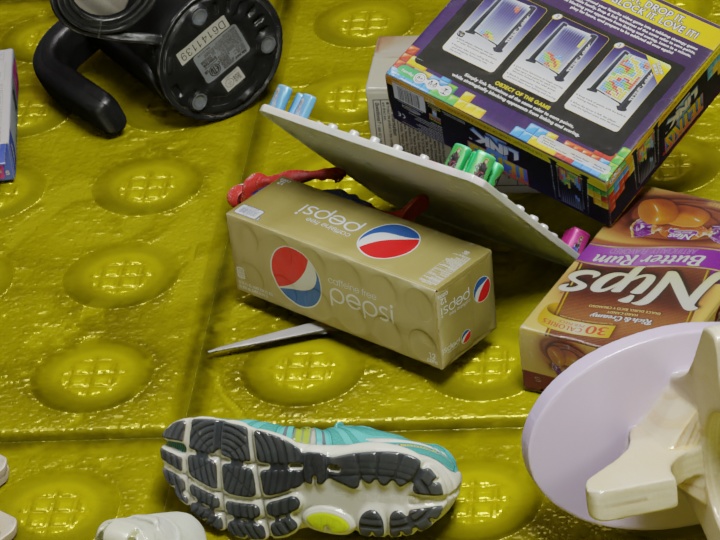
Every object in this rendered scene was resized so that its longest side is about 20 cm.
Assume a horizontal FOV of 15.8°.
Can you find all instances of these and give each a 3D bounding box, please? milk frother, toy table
[{"bbox_3d":[-0.192,-0.234,2.139,0.180,0.201,0.188,-27,37,-22],"label":"milk frother"},{"bbox_3d":[0.210,0.111,1.579,0.199,0.185,0.117,-21,18,-6],"label":"toy table"}]

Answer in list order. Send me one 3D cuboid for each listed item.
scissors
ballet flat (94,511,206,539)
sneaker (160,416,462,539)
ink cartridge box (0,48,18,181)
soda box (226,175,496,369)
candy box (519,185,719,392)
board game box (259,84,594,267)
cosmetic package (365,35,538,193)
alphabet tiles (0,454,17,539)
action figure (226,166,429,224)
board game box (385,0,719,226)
[{"bbox_3d":[-0.007,0.037,1.855,0.199,0.014,0.073,-20,37,-21],"label":"scissors"},{"bbox_3d":[-0.154,0.195,1.596,0.069,0.070,0.200,11,37,25],"label":"ballet flat"},{"bbox_3d":[-0.032,0.132,1.684,0.199,0.078,0.080,7,16,13],"label":"sneaker"},{"bbox_3d":[-0.342,-0.115,2.128,0.119,0.042,0.200,-8,30,-2],"label":"ink cartridge box"},{"bbox_3d":[0.000,0.000,1.840,0.199,0.068,0.064,21,41,37],"label":"soda box"},{"bbox_3d":[0.206,0.020,1.807,0.116,0.057,0.200,13,39,27],"label":"candy box"},{"bbox_3d":[0.054,-0.065,1.860,0.199,0.200,0.026,20,82,35],"label":"board game box"},{"bbox_3d":[0.110,-0.122,1.998,0.199,0.104,0.087,1,35,9],"label":"cosmetic package"},{"bbox_3d":[-0.333,0.166,1.720,0.195,0.015,0.200,20,41,35],"label":"alphabet tiles"},{"bbox_3d":[-0.026,-0.042,1.925,0.199,0.066,0.052,11,40,40],"label":"action figure"},{"bbox_3d":[0.145,-0.142,1.898,0.200,0.057,0.165,29,62,27],"label":"board game box"}]
